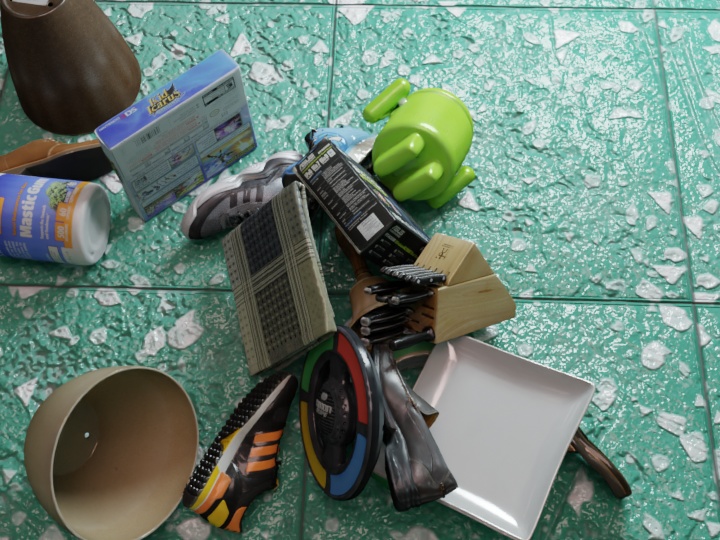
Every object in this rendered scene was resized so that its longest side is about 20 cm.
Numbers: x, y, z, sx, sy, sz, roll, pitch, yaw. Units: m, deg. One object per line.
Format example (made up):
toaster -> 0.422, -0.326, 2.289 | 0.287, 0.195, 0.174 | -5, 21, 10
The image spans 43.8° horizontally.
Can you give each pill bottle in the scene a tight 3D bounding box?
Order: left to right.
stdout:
pill bottle -> -0.448, -0.071, 1.196 | 0.199, 0.112, 0.112 | 6, 64, 4

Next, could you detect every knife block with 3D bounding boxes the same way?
knife block -> 0.089, 0.054, 1.079 | 0.064, 0.200, 0.176 | 20, 69, 44

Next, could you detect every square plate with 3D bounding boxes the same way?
square plate -> 0.142, 0.185, 1.031 | 0.198, 0.028, 0.200 | 19, 66, 26

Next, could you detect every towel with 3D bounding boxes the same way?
towel -> -0.100, 0.016, 1.102 | 0.034, 0.192, 0.200 | 0, 69, -39

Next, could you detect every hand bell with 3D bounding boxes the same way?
hand bell -> 0.000, 0.000, 1.178 | 0.104, 0.104, 0.200 | -18, 53, -7

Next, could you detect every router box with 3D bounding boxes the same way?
router box -> 0.018, -0.067, 1.125 | 0.062, 0.200, 0.150 | -43, 63, 8

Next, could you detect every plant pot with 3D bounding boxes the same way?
plant pot -> -0.428, -0.327, 1.270 | 0.186, 0.200, 0.187 | -1, 64, 2
plant pot -> -0.307, 0.202, 1.035 | 0.134, 0.200, 0.201 | 5, 60, 38

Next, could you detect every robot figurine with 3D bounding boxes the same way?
robot figurine -> 0.087, -0.173, 1.208 | 0.176, 0.116, 0.200 | 49, 37, -15

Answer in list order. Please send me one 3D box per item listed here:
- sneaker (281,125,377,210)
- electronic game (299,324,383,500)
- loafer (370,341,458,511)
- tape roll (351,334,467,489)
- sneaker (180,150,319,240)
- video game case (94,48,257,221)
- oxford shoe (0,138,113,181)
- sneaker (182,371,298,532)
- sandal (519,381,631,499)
sneaker -> -0.050, -0.147, 1.214 | 0.090, 0.079, 0.200 | 33, 35, 17
electronic game -> -0.027, 0.163, 1.032 | 0.042, 0.200, 0.200 | 2, 61, -25
loafer -> 0.054, 0.170, 1.015 | 0.072, 0.073, 0.200 | -10, 62, -5
tape roll -> 0.083, 0.177, 1.099 | 0.200, 0.048, 0.201 | -1, 64, 1
sneaker -> -0.137, -0.077, 1.210 | 0.200, 0.076, 0.114 | -32, 65, -16
video game case -> -0.240, -0.178, 1.204 | 0.200, 0.181, 0.045 | -36, 67, -15
oxford shoe -> -0.429, -0.162, 1.265 | 0.199, 0.071, 0.071 | -14, 60, -4
sneaker -> -0.124, 0.218, 1.078 | 0.090, 0.070, 0.200 | 42, 68, -18
sandal -> 0.241, 0.202, 1.078 | 0.055, 0.082, 0.200 | -43, 76, 6
